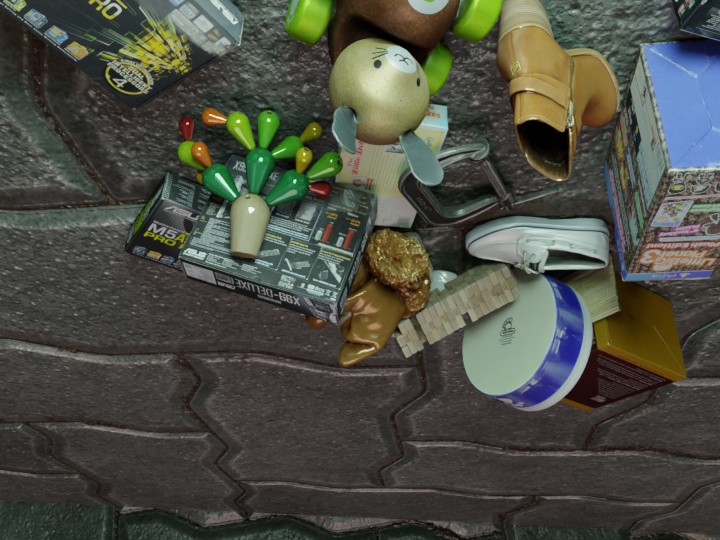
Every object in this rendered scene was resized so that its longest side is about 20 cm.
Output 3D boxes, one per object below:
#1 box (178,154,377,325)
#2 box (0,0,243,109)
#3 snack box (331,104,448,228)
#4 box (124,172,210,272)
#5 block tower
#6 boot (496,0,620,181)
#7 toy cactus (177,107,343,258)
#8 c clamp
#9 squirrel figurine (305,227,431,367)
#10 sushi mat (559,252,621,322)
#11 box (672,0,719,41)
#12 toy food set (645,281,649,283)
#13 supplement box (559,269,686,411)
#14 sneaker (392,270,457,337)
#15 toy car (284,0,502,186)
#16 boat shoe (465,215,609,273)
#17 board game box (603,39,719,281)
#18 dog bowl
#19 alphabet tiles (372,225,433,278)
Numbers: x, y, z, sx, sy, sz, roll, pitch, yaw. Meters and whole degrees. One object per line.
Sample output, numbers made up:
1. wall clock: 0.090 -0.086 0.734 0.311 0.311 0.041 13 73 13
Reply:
1. box: -0.094 -0.041 0.841 0.196 0.160 0.050 15 150 9
2. box: -0.231 -0.253 0.651 0.159 0.050 0.199 -20 142 28
3. snack box: 0.027 -0.125 0.857 0.113 0.038 0.201 5 149 -7
4. box: -0.213 -0.046 1.001 0.197 0.045 0.160 21 145 -29
5. block tower: 0.138 0.050 1.033 0.197 0.058 0.055 -30 109 1
6. boot: 0.199 -0.154 0.679 0.076 0.158 0.199 -20 143 32
7. toy cactus: -0.121 -0.098 0.804 0.195 0.169 0.102 9 170 -2
8. c clamp: 0.140 -0.108 0.863 0.168 0.028 0.199 -23 154 24
9. squirrel figurine: 0.000 0.000 0.976 0.197 0.143 0.188 -23 122 11
10. sushi mat: 0.310 0.054 1.080 0.012 0.097 0.199 21 144 -29
11. box: 0.399 -0.257 0.601 0.196 0.047 0.160 10 149 -12
12. toy food set: 0.475 -0.041 0.944 0.196 0.062 0.144 -12 146 23
13. supplement box: 0.373 0.118 1.146 0.194 0.135 0.199 21 145 -29
14. sneaker: 0.089 0.074 1.148 0.069 0.082 0.200 14 149 -22
15. toy car: 0.025 -0.174 0.613 0.161 0.204 0.158 16 147 -23
16. boat shoe: 0.243 -0.031 0.971 0.195 0.068 0.074 -6 149 13
17. board game box: 0.332 -0.108 0.743 0.095 0.162 0.201 -2 150 7
18. dog bowl: 0.245 0.101 1.061 0.078 0.204 0.199 23 144 -28
19. alphabet tiles: 0.004 -0.008 1.056 0.196 0.015 0.197 -9 140 17
